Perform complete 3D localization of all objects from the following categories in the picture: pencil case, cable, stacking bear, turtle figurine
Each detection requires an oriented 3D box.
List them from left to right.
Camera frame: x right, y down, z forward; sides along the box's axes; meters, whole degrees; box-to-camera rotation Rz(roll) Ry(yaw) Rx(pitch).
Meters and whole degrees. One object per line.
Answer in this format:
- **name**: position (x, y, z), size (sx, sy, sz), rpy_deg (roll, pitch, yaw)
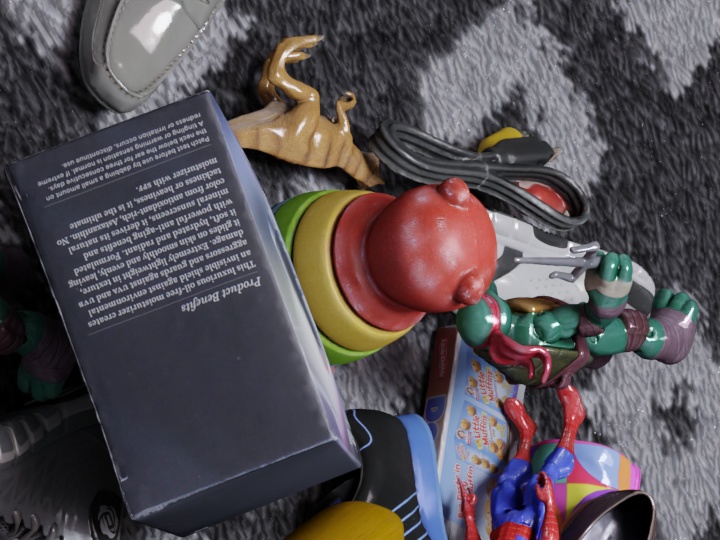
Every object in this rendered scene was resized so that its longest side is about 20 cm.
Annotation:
- **turtle figurine**: position (-0.240, 0.005, 1.386), size (0.200, 0.101, 0.150), rpy_deg (23, 42, -51)
- **stacking bear**: position (0.000, 0.000, 1.569), size (0.114, 0.200, 0.122), rpy_deg (6, 75, -44)
- **cable**: position (0.080, -0.057, 1.754), size (0.200, 0.050, 0.097), rpy_deg (-6, 57, -49)
- **turtle figurine**: position (0.115, 0.024, 1.648), size (0.200, 0.150, 0.101), rpy_deg (15, 92, -49)
- **pencil case**: position (0.142, 0.212, 1.734), size (0.088, 0.088, 0.200), rpy_deg (20, 65, -40)

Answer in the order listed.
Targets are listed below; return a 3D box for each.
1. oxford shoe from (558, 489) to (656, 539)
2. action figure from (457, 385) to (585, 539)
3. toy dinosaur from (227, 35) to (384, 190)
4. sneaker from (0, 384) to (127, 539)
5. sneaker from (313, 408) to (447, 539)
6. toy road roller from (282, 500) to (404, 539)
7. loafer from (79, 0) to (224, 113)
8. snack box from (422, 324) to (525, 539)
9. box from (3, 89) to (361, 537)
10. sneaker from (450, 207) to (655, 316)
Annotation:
- **oxford shoe**: position (0.124, 0.218, 1.644), size (0.071, 0.073, 0.200), rpy_deg (30, 68, -2)
- **action figure**: position (0.098, 0.154, 1.664), size (0.052, 0.065, 0.200), rpy_deg (58, 31, -34)
- **toy dinosaur**: position (-0.048, -0.090, 1.650), size (0.200, 0.060, 0.106), rpy_deg (4, 77, -44)
- **sneaker**: position (-0.192, 0.139, 1.432), size (0.200, 0.075, 0.116), rpy_deg (-22, 96, -47)
- **sneaker**: position (0.016, 0.177, 1.615), size (0.078, 0.070, 0.200), rpy_deg (3, 56, -30)
- **toy road roller**: position (-0.041, 0.193, 1.458), size (0.123, 0.200, 0.146), rpy_deg (-33, 130, -45)
- **loafer**: position (-0.112, -0.181, 1.604), size (0.070, 0.070, 0.200), rpy_deg (41, 53, -29)
- **snack box**: position (0.067, 0.139, 1.722), size (0.072, 0.024, 0.200), rpy_deg (29, 59, -37)
- **box**: position (-0.090, 0.030, 1.436), size (0.200, 0.123, 0.199), rpy_deg (65, 5, -81)
- **sneaker**: position (0.118, 0.013, 1.788), size (0.200, 0.074, 0.080), rpy_deg (16, 82, -36)
